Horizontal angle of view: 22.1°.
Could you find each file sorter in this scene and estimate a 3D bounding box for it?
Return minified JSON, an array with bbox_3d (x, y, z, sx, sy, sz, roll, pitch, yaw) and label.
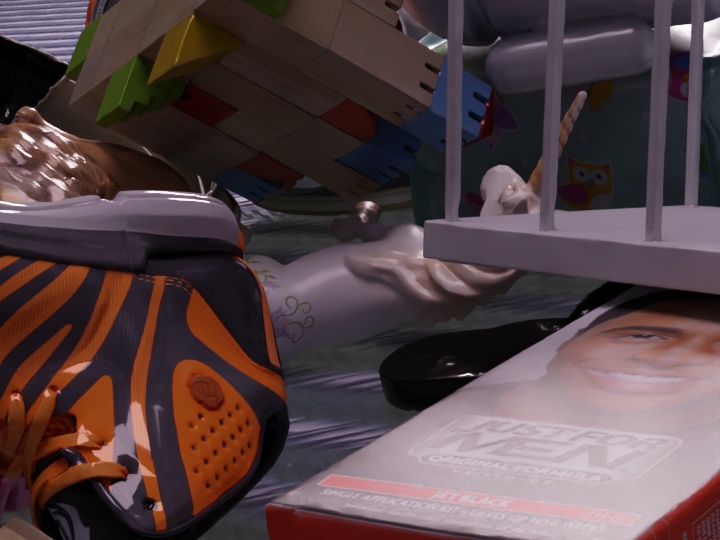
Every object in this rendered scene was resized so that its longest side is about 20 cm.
[{"bbox_3d":[0.137,-0.060,0.594,0.138,0.125,0.200,-4,7,-39],"label":"file sorter"}]

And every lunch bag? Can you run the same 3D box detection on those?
[{"bbox_3d":[0.136,-0.090,0.886,0.170,0.122,0.200,6,31,34],"label":"lunch bag"}]

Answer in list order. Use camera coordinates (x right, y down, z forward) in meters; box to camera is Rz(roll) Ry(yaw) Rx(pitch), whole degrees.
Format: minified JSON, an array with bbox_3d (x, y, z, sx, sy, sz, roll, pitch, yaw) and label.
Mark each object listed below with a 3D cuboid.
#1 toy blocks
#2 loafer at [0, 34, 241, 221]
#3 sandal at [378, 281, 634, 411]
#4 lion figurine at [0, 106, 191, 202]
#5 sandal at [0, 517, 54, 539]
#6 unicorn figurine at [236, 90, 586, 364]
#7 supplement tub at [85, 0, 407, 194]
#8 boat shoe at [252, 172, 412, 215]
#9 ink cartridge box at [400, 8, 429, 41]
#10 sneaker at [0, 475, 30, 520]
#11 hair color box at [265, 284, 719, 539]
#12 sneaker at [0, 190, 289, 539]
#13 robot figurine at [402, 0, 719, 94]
[{"bbox_3d":[-0.031,-0.082,0.796,0.136,0.100,0.200,27,-26,-24],"label":"toy blocks"},{"bbox_3d":[-0.145,-0.062,0.932,0.200,0.070,0.075,29,67,30],"label":"loafer"},{"bbox_3d":[0.103,0.020,0.666,0.199,0.045,0.075,-4,13,12],"label":"sandal"},{"bbox_3d":[-0.120,-0.032,0.782,0.122,0.073,0.200,14,15,25],"label":"lion figurine"},{"bbox_3d":[-0.057,0.111,0.396,0.070,0.078,0.212,-46,21,-17],"label":"sandal"},{"bbox_3d":[0.000,0.000,0.761,0.200,0.074,0.137,-29,15,-6],"label":"unicorn figurine"},{"bbox_3d":[-0.069,-0.118,0.983,0.122,0.123,0.200,-14,21,-25],"label":"supplement tub"},{"bbox_3d":[0.036,-0.073,1.014,0.199,0.065,0.072,-7,17,2],"label":"boat shoe"},{"bbox_3d":[0.058,-0.157,1.083,0.200,0.084,0.145,26,-5,-25],"label":"ink cartridge box"},{"bbox_3d":[-0.133,0.034,0.627,0.079,0.096,0.200,-3,14,24],"label":"sneaker"},{"bbox_3d":[0.075,0.059,0.498,0.101,0.061,0.200,3,16,35],"label":"hair color box"},{"bbox_3d":[-0.104,0.039,0.515,0.199,0.112,0.078,-7,-26,-30],"label":"sneaker"},{"bbox_3d":[0.089,-0.156,0.786,0.199,0.170,0.113,-3,-23,19],"label":"robot figurine"}]
